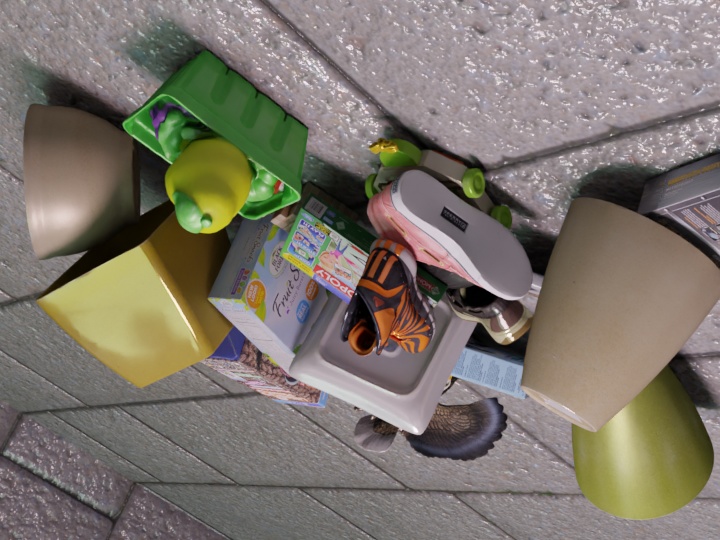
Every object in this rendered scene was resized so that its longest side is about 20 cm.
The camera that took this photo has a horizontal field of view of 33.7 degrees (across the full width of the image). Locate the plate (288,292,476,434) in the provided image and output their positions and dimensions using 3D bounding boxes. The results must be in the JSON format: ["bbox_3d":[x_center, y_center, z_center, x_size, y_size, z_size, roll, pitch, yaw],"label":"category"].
[{"bbox_3d":[0.033,0.085,1.545,0.198,0.201,0.032,23,156,15],"label":"plate"}]

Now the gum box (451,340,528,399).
[{"bbox_3d":[0.148,0.122,1.631,0.197,0.045,0.170,18,-177,15],"label":"gum box"}]

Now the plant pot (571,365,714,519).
[{"bbox_3d":[0.347,0.181,1.527,0.185,0.188,0.202,6,137,33],"label":"plant pot"}]

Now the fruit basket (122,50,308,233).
[{"bbox_3d":[-0.170,-0.118,1.352,0.215,0.218,0.155,36,152,-24],"label":"fruit basket"}]

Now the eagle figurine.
[{"bbox_3d":[0.096,0.191,1.698,0.150,0.154,0.198,-10,159,44],"label":"eagle figurine"}]

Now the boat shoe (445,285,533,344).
[{"bbox_3d":[0.149,0.026,1.453,0.065,0.073,0.200,55,172,-22],"label":"boat shoe"}]

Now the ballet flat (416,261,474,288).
[{"bbox_3d":[0.085,-0.016,1.444,0.198,0.057,0.067,1,130,46],"label":"ballet flat"}]

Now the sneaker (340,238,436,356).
[{"bbox_3d":[0.025,0.061,1.379,0.077,0.113,0.201,16,151,28],"label":"sneaker"}]

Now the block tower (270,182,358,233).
[{"bbox_3d":[-0.095,-0.090,1.510,0.199,0.055,0.058,33,153,-17],"label":"block tower"}]

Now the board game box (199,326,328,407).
[{"bbox_3d":[-0.123,0.087,1.711,0.096,0.162,0.199,2,159,38],"label":"board game box"}]

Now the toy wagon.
[{"bbox_3d":[0.079,-0.094,1.366,0.153,0.040,0.200,1,146,39],"label":"toy wagon"}]

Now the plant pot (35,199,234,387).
[{"bbox_3d":[-0.266,0.031,1.569,0.198,0.200,0.178,-24,107,27],"label":"plant pot"}]

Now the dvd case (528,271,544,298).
[{"bbox_3d":[0.269,0.041,1.420,0.197,0.018,0.143,21,177,10],"label":"dvd case"}]

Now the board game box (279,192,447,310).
[{"bbox_3d":[0.000,0.000,1.466,0.199,0.029,0.135,35,150,1],"label":"board game box"}]

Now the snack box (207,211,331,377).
[{"bbox_3d":[-0.097,0.023,1.593,0.067,0.171,0.200,0,147,37],"label":"snack box"}]

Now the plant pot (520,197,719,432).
[{"bbox_3d":[0.257,0.060,1.255,0.186,0.202,0.187,30,173,4],"label":"plant pot"}]

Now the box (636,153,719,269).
[{"bbox_3d":[0.399,-0.037,1.180,0.199,0.049,0.158,34,155,-19],"label":"box"}]

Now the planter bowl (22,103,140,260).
[{"bbox_3d":[-0.357,-0.118,1.558,0.132,0.203,0.201,-3,155,-5],"label":"planter bowl"}]

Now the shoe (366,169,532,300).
[{"bbox_3d":[0.100,-0.032,1.344,0.199,0.072,0.091,37,154,-14],"label":"shoe"}]
